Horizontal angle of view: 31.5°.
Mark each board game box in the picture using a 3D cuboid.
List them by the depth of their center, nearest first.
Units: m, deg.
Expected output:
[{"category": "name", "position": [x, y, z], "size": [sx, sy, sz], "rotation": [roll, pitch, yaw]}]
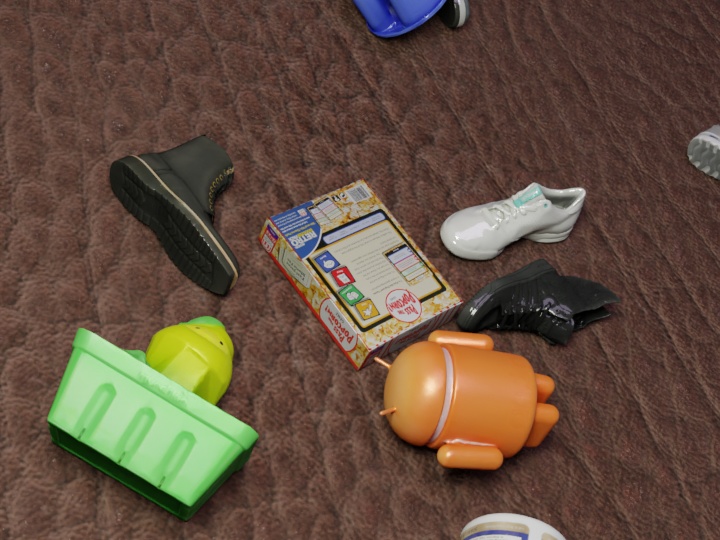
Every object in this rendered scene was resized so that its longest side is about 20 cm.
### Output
[{"category": "board game box", "position": [0.000, 0.000, 1.481], "size": [0.151, 0.046, 0.200], "rotation": [-24, 67, -35]}]

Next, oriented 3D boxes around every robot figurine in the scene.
[{"category": "robot figurine", "position": [0.111, 0.138, 1.380], "size": [0.199, 0.117, 0.145], "rotation": [10, 87, -15]}]

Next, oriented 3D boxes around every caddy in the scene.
[{"category": "caddy", "position": [0.070, -0.408, 1.741], "size": [0.105, 0.141, 0.201], "rotation": [46, 60, -38]}]

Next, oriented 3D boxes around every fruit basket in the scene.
[{"category": "fruit basket", "position": [-0.186, 0.118, 1.264], "size": [0.214, 0.156, 0.217], "rotation": [4, 69, -9]}]

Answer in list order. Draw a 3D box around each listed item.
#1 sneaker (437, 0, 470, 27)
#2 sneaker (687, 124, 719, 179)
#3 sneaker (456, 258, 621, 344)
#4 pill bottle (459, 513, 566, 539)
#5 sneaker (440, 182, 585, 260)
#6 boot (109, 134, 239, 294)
[{"category": "sneaker", "position": [0.160, -0.430, 1.848], "size": [0.120, 0.084, 0.201], "rotation": [-4, 55, -13]}, {"category": "sneaker", "position": [0.563, -0.143, 1.799], "size": [0.200, 0.075, 0.082], "rotation": [39, 52, 9]}, {"category": "sneaker", "position": [0.213, 0.048, 1.523], "size": [0.199, 0.060, 0.104], "rotation": [-27, 64, -39]}, {"category": "pill bottle", "position": [0.137, 0.347, 1.233], "size": [0.115, 0.116, 0.201], "rotation": [22, 50, -6]}, {"category": "sneaker", "position": [0.191, -0.072, 1.586], "size": [0.199, 0.089, 0.075], "rotation": [-13, 62, -29]}, {"category": "boot", "position": [-0.171, -0.076, 1.454], "size": [0.138, 0.078, 0.200], "rotation": [-28, 70, -41]}]
